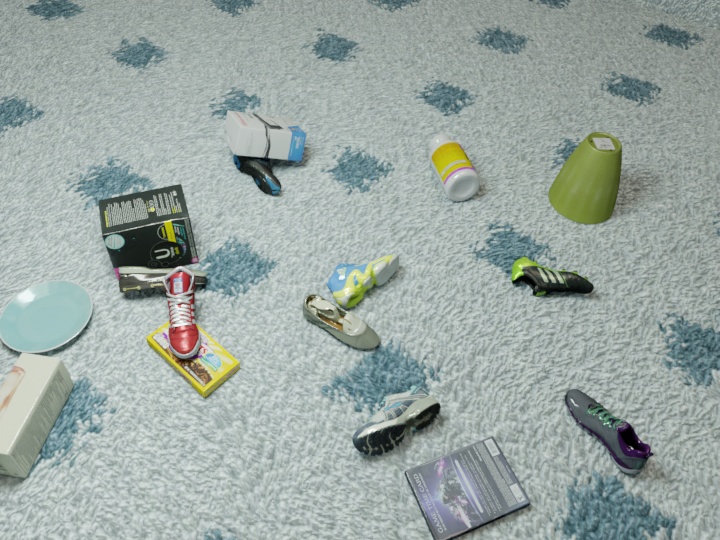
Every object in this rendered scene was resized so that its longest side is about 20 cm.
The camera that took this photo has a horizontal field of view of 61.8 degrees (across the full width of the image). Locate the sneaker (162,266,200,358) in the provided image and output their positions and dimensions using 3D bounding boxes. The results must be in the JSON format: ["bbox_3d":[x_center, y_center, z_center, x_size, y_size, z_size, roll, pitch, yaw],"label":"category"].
[{"bbox_3d":[-0.383,0.081,1.287,0.070,0.114,0.202,-6,46,-15],"label":"sneaker"}]

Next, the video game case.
[{"bbox_3d":[0.200,0.410,1.133,0.196,0.019,0.144,-16,51,-16],"label":"video game case"}]

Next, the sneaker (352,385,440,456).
[{"bbox_3d":[0.061,0.295,1.201,0.197,0.079,0.086,-19,40,-28],"label":"sneaker"}]

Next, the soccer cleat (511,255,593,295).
[{"bbox_3d":[0.463,0.031,1.464,0.196,0.068,0.082,18,67,13],"label":"soccer cleat"}]

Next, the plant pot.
[{"bbox_3d":[0.631,-0.265,1.637,0.183,0.202,0.190,2,48,-2],"label":"plant pot"}]

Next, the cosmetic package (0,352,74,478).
[{"bbox_3d":[-0.641,0.272,1.143,0.085,0.105,0.202,9,47,3],"label":"cosmetic package"}]

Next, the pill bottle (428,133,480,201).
[{"bbox_3d":[0.258,-0.298,1.705,0.102,0.105,0.202,-9,50,-12],"label":"pill bottle"}]

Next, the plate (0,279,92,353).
[{"bbox_3d":[-0.697,0.105,1.339,0.195,0.026,0.203,2,48,-2],"label":"plate"}]

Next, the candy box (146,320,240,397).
[{"bbox_3d":[-0.361,0.177,1.297,0.199,0.027,0.102,35,51,24],"label":"candy box"}]

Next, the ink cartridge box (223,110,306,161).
[{"bbox_3d":[-0.272,-0.380,1.698,0.196,0.086,0.145,-1,31,-30],"label":"ink cartridge box"}]

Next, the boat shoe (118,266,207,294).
[{"bbox_3d":[-0.459,0.025,1.404,0.197,0.062,0.072,3,3,-13],"label":"boat shoe"}]

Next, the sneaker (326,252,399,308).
[{"bbox_3d":[0.000,0.000,1.444,0.199,0.077,0.105,-35,58,-29],"label":"sneaker"}]

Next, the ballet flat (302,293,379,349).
[{"bbox_3d":[-0.046,0.113,1.348,0.197,0.064,0.068,25,51,17],"label":"ballet flat"}]

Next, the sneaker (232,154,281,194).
[{"bbox_3d":[-0.275,-0.288,1.682,0.081,0.074,0.200,-30,57,-29],"label":"sneaker"}]

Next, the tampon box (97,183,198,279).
[{"bbox_3d":[-0.506,-0.092,1.441,0.196,0.152,0.127,-14,50,-15],"label":"tampon box"}]

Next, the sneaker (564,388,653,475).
[{"bbox_3d":[0.498,0.303,1.201,0.073,0.088,0.201,-24,54,-24],"label":"sneaker"}]
